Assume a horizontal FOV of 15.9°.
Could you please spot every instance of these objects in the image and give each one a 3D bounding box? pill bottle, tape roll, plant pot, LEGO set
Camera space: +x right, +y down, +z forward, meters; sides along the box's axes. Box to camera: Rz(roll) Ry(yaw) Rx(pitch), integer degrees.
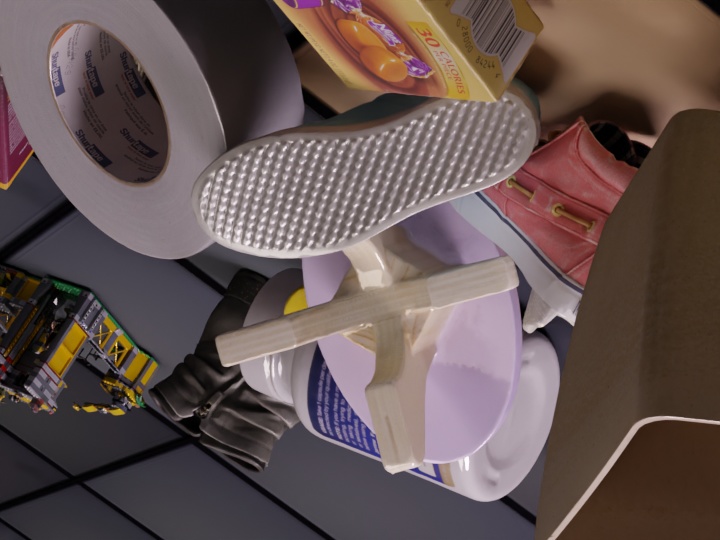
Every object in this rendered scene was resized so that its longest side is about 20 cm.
[{"bbox_3d":[0.022,0.069,1.735,0.199,0.120,0.120,19,156,30],"label":"pill bottle"},{"bbox_3d":[-0.124,-0.110,1.500,0.200,0.066,0.201,29,136,32],"label":"tape roll"},{"bbox_3d":[0.200,0.035,1.244,0.198,0.178,0.200,6,153,-9],"label":"plant pot"},{"bbox_3d":[-0.284,0.080,2.206,0.199,0.116,0.154,21,157,28],"label":"LEGO set"}]

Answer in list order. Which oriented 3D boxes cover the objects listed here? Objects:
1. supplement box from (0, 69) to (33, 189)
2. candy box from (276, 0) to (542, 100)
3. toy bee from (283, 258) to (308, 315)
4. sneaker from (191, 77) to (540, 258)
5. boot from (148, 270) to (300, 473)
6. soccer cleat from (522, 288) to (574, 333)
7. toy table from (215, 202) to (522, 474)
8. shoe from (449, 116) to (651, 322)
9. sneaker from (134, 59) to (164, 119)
[{"bbox_3d":[-0.256,-0.147,1.689,0.110,0.086,0.200,31,160,4],"label":"supplement box"},{"bbox_3d":[-0.008,-0.172,1.298,0.116,0.057,0.200,10,151,46],"label":"candy box"},{"bbox_3d":[0.000,0.000,1.631,0.200,0.131,0.109,32,138,32],"label":"toy bee"},{"bbox_3d":[0.007,-0.059,1.416,0.199,0.082,0.074,-12,101,13],"label":"sneaker"},{"bbox_3d":[-0.045,0.097,1.880,0.199,0.131,0.068,25,159,18],"label":"boot"},{"bbox_3d":[0.185,0.054,1.513,0.199,0.087,0.070,32,160,-1],"label":"soccer cleat"},{"bbox_3d":[0.018,0.021,1.509,0.201,0.183,0.117,64,-161,2],"label":"toy table"},{"bbox_3d":[0.114,-0.046,1.421,0.071,0.091,0.200,20,-164,-26],"label":"shoe"},{"bbox_3d":[-0.138,-0.103,1.645,0.089,0.067,0.200,27,161,7],"label":"sneaker"}]
